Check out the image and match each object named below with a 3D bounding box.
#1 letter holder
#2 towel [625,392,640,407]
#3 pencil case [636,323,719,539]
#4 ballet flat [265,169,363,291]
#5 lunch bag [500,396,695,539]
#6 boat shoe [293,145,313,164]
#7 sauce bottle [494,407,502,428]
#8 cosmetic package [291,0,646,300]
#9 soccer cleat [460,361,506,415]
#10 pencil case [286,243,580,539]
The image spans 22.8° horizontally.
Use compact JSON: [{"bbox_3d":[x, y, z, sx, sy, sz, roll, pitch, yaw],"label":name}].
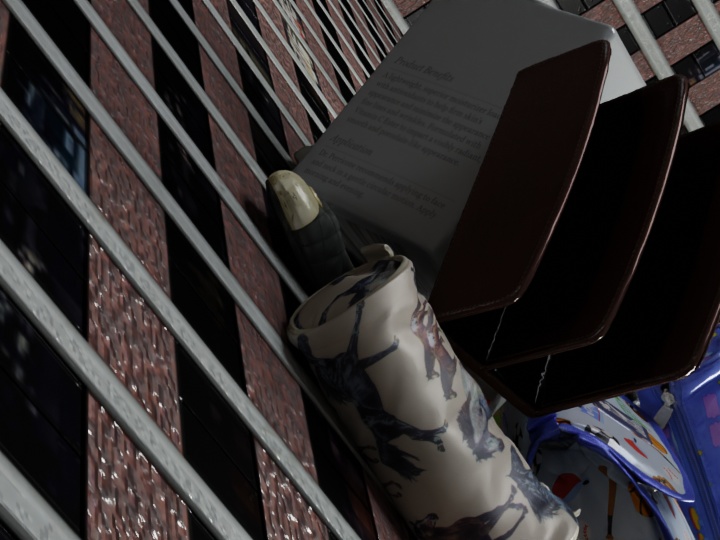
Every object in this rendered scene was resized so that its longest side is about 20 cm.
[{"bbox_3d":[0.143,-0.033,1.035,0.101,0.142,0.201,40,55,-26],"label":"letter holder"},{"bbox_3d":[0.202,0.127,1.386,0.085,0.166,0.200,18,27,5],"label":"towel"},{"bbox_3d":[0.244,0.137,1.227,0.087,0.078,0.201,-33,108,-51],"label":"pencil case"},{"bbox_3d":[0.000,0.000,1.129,0.200,0.057,0.067,51,10,-40],"label":"ballet flat"},{"bbox_3d":[0.152,0.159,1.132,0.170,0.123,0.201,-82,150,-76],"label":"lunch bag"},{"bbox_3d":[0.009,-0.064,1.348,0.070,0.071,0.201,61,9,18],"label":"boat shoe"},{"bbox_3d":[0.082,0.071,1.333,0.065,0.065,0.200,46,14,-54],"label":"sauce bottle"},{"bbox_3d":[0.092,-0.065,1.237,0.165,0.200,0.165,28,-17,45],"label":"cosmetic package"},{"bbox_3d":[0.088,0.042,1.123,0.069,0.200,0.078,41,-37,6],"label":"soccer cleat"},{"bbox_3d":[0.040,0.085,0.982,0.200,0.078,0.089,57,38,-7],"label":"pencil case"}]
